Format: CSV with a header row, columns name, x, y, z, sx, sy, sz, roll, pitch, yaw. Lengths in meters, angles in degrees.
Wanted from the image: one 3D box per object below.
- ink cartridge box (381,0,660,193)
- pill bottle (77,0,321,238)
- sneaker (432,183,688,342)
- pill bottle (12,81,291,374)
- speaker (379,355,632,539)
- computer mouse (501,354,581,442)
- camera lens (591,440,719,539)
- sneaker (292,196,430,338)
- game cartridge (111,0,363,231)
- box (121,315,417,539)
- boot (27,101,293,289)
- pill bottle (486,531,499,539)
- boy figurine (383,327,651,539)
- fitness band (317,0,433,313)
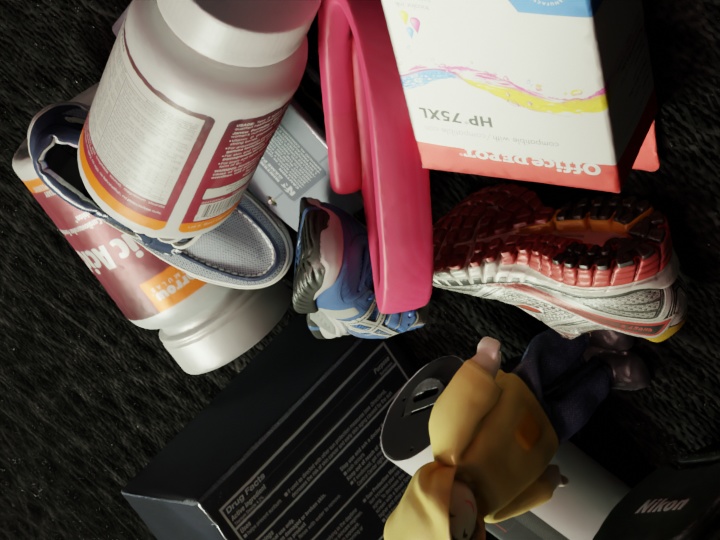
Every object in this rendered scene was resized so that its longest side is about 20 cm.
name,x,y,z,sx,sy,sz,roll,pitch,yaw
ink cartridge box,0.084,-0.110,1.124,0.116,0.067,0.200,8,139,24
pill bottle,-0.095,-0.115,1.292,0.110,0.110,0.200,41,141,7
sneaker,0.106,0.005,1.278,0.200,0.078,0.082,11,140,48
pill bottle,-0.144,-0.032,1.535,0.200,0.114,0.114,54,152,-18
speaker,0.108,0.138,1.405,0.200,0.081,0.081,38,158,-25
computer mouse,0.125,0.113,1.466,0.059,0.034,0.200,11,148,15
camera lens,0.239,0.212,1.295,0.200,0.160,0.160,50,153,-12
sneaker,0.000,0.000,1.388,0.077,0.076,0.200,4,171,8
game cartridge,-0.072,-0.110,1.412,0.200,0.040,0.133,47,150,-5
box,-0.027,0.167,1.563,0.123,0.200,0.198,0,129,55
boot,-0.131,-0.038,1.427,0.200,0.073,0.090,28,-169,-15
pill bottle,0.097,0.235,1.498,0.112,0.112,0.200,25,175,34
boy figurine,0.087,0.098,1.304,0.064,0.200,0.124,14,137,44
fitness band,0.011,-0.073,1.242,0.144,0.037,0.200,-120,22,-63
